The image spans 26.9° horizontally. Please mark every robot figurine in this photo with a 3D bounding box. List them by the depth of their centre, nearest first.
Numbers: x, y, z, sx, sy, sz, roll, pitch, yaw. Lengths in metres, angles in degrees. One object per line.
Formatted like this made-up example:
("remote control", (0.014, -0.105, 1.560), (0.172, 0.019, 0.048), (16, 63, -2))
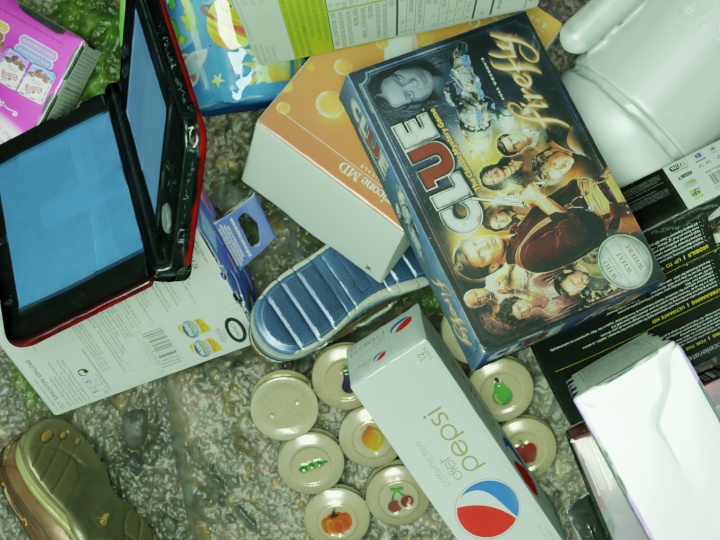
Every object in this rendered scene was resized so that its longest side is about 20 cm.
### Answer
("robot figurine", (0.211, -0.132, 1.049), (0.169, 0.113, 0.200), (41, 94, -21))

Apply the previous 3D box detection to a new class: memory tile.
("memory tile", (0.032, 0.112, 1.087), (0.198, 0.017, 0.155), (-21, 109, 5))

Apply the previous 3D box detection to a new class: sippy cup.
("sippy cup", (-0.092, -0.180, 1.068), (0.138, 0.178, 0.132), (-11, 93, -18))

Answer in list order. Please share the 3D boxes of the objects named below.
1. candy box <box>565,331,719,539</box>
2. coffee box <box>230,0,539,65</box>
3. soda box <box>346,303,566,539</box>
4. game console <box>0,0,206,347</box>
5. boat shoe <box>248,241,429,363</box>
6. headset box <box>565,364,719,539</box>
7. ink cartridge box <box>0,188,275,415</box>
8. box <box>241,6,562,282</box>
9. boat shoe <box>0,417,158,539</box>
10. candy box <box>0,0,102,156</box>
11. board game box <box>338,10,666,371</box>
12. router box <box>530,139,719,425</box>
("candy box", (0.198, 0.130, 0.930), (0.071, 0.200, 0.169), (-29, 86, 5))
("coffee box", (0.004, -0.257, 0.897), (0.195, 0.200, 0.202), (-12, 85, 1))
("soda box", (0.069, 0.128, 1.049), (0.063, 0.068, 0.201), (-32, 108, 8))
("game console", (-0.181, -0.080, 0.983), (0.117, 0.201, 0.174), (-4, 134, -19))
("boat shoe", (0.000, 0.000, 1.085), (0.199, 0.072, 0.073), (-28, 84, -21))
("headset box", (0.246, 0.154, 1.064), (0.198, 0.075, 0.150), (-23, 87, 5))
("ink cartridge box", (-0.156, 0.009, 1.067), (0.198, 0.137, 0.077), (-19, 49, 5))
("box", (0.028, -0.115, 1.038), (0.124, 0.098, 0.201), (36, 68, 4))
("boat shoe", (-0.202, 0.206, 1.115), (0.067, 0.072, 0.201), (-27, 96, 37))
("candy box", (-0.300, -0.111, 1.122), (0.135, 0.061, 0.201), (29, 92, 4))
("board game box", (0.088, -0.054, 0.954), (0.134, 0.035, 0.202), (-22, 75, -17))
("router box", (0.205, 0.007, 1.039), (0.198, 0.051, 0.150), (-25, 132, 4))
